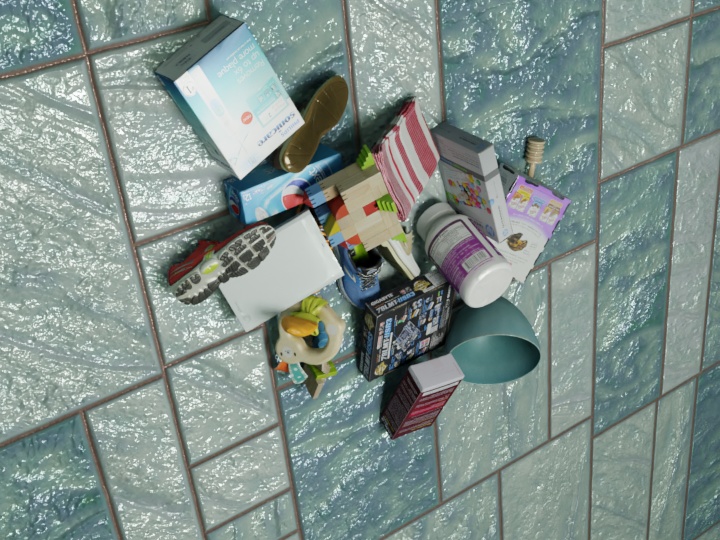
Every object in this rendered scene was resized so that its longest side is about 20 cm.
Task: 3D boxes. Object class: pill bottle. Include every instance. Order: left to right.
[{"bbox_3d":[0.192,-0.035,1.760,0.111,0.201,0.113,-23,144,-18],"label":"pill bottle"}]

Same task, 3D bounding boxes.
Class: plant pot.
[{"bbox_3d":[0.270,0.131,1.930,0.197,0.136,0.201,-1,143,-1],"label":"plant pot"}]

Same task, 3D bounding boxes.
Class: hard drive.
[{"bbox_3d":[-0.144,0.000,1.595,0.198,0.026,0.133,-30,107,-2],"label":"hard drive"}]

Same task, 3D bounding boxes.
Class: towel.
[{"bbox_3d":[0.087,-0.204,1.655,0.201,0.022,0.145,-58,133,-42],"label":"towel"}]

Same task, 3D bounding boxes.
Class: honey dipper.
[{"bbox_3d":[0.353,-0.176,1.930,0.038,0.038,0.203,-12,120,-31],"label":"honey dipper"}]

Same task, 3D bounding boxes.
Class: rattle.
[{"bbox_3d":[-0.120,0.151,1.639,0.130,0.143,0.200,35,121,-12],"label":"rattle"}]

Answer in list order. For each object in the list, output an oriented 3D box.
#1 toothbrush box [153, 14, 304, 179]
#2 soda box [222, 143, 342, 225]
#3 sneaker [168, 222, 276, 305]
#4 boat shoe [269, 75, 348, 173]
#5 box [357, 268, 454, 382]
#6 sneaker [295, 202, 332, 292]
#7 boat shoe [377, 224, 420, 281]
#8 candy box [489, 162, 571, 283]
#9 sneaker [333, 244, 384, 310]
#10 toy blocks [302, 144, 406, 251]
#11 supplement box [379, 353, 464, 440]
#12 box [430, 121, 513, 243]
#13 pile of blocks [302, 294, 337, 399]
[{"bbox_3d":[-0.202,-0.270,1.448,0.146,0.085,0.201,-42,130,-13],"label":"toothbrush box"},{"bbox_3d":[-0.128,-0.148,1.569,0.198,0.068,0.065,-25,124,-25],"label":"soda box"},{"bbox_3d":[-0.235,-0.029,1.533,0.199,0.085,0.077,-32,138,-7],"label":"sneaker"},{"bbox_3d":[-0.090,-0.250,1.552,0.201,0.064,0.073,-57,135,-25],"label":"boat shoe"},{"bbox_3d":[0.091,0.107,1.827,0.197,0.050,0.202,-23,141,-25],"label":"box"},{"bbox_3d":[-0.076,-0.051,1.647,0.077,0.077,0.203,3,108,-35],"label":"sneaker"},{"bbox_3d":[0.069,-0.055,1.752,0.069,0.074,0.200,-48,135,-10],"label":"boat shoe"},{"bbox_3d":[0.311,-0.094,1.890,0.166,0.072,0.202,19,107,-36],"label":"candy box"},{"bbox_3d":[0.000,0.000,1.718,0.078,0.089,0.202,-32,127,-18],"label":"sneaker"},{"bbox_3d":[-0.014,-0.099,1.577,0.135,0.100,0.201,-27,137,-2],"label":"toy blocks"},{"bbox_3d":[0.124,0.260,1.894,0.108,0.061,0.201,-13,146,-31],"label":"supplement box"},{"bbox_3d":[0.210,-0.167,1.750,0.041,0.156,0.202,-32,127,-16],"label":"box"},{"bbox_3d":[-0.066,0.141,1.741,0.061,0.082,0.203,-11,117,-31],"label":"pile of blocks"}]
